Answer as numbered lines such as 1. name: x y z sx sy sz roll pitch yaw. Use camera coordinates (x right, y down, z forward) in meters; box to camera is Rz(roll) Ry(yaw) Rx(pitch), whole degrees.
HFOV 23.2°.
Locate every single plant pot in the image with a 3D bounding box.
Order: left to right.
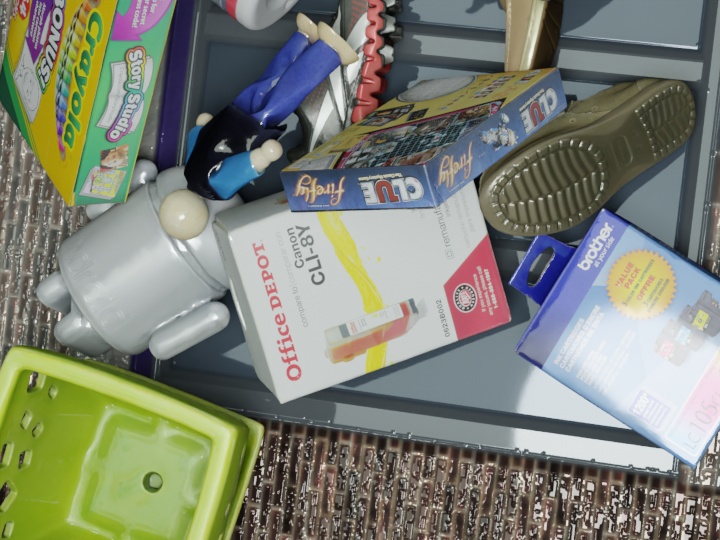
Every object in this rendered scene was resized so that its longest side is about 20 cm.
1. plant pot: -0.192 0.179 1.409 0.198 0.181 0.201 19 93 11

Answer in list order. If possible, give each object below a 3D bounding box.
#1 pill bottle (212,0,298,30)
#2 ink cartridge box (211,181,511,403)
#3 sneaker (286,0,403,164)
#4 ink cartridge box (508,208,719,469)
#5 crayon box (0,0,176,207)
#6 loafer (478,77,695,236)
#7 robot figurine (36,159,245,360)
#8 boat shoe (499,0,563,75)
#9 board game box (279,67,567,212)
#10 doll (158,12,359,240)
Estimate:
1. pill bottle: -0.128 -0.302 1.439 0.199 0.120 0.120 39 96 10
2. ink cartridge box: 0.000 0.000 1.376 0.198 0.083 0.147 -19 104 -9
3. sneaker: -0.017 -0.165 1.437 0.097 0.071 0.203 7 92 10
4. ink cartridge box: 0.214 0.043 1.384 0.199 0.076 0.137 32 95 12
5. crayon box: -0.223 -0.182 1.406 0.173 0.058 0.202 51 133 43
6. loafer: 0.171 -0.090 1.372 0.199 0.067 0.077 -26 112 -18
7. robot figurine: -0.168 -0.009 1.444 0.199 0.113 0.171 -34 69 9
8. boat shoe: 0.129 -0.242 1.413 0.064 0.071 0.203 4 80 16
9. board game box: 0.051 -0.099 1.325 0.134 0.200 0.035 -1 114 38
10. doll: -0.087 -0.107 1.360 0.200 0.136 0.048 -50 122 -4
